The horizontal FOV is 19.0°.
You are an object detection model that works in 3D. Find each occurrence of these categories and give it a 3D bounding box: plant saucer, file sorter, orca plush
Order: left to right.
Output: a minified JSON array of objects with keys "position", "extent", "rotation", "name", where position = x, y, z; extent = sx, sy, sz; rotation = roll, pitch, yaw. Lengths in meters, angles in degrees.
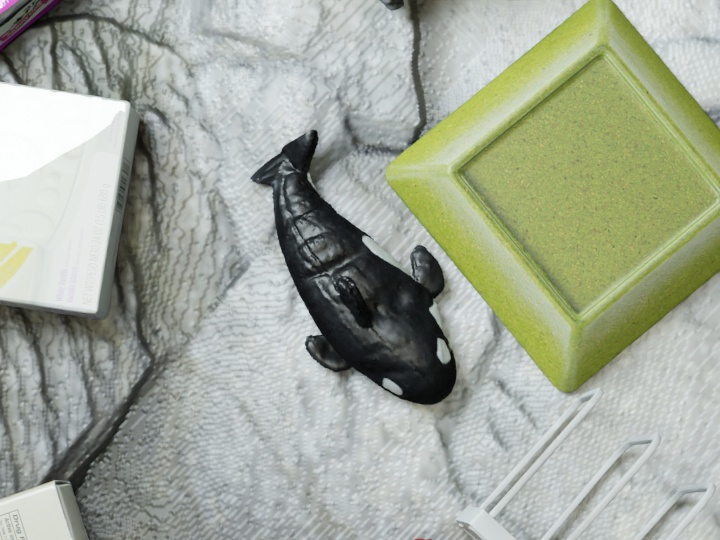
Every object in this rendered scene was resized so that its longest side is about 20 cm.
[{"position":[0.000,0.000,1.425],"extent":[0.105,0.071,0.200],"rotation":[-20,86,-1],"name":"orca plush"},{"position":[0.152,-0.054,1.441],"extent":[0.200,0.048,0.200],"rotation":[-39,87,-2],"name":"plant saucer"},{"position":[0.178,0.183,1.379],"extent":[0.200,0.139,0.125],"rotation":[41,85,3],"name":"file sorter"}]

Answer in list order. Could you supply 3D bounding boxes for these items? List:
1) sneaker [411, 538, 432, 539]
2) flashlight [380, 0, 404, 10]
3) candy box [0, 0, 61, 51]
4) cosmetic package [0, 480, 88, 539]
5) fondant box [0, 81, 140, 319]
[{"position":[0.091,0.258,1.418],"extent":[0.200,0.073,0.077],"rotation":[38,109,7],"name":"sneaker"},{"position":[-0.019,-0.271,1.453],"extent":[0.068,0.068,0.200],"rotation":[-35,81,-22],"name":"flashlight"},{"position":[-0.269,-0.263,1.453],"extent":[0.136,0.061,0.200],"rotation":[-41,86,-2],"name":"candy box"},{"position":[-0.273,0.217,1.411],"extent":[0.200,0.071,0.105],"rotation":[-17,85,-1],"name":"cosmetic package"},{"position":[-0.259,-0.053,1.439],"extent":[0.199,0.058,0.145],"rotation":[8,86,2],"name":"fondant box"}]
